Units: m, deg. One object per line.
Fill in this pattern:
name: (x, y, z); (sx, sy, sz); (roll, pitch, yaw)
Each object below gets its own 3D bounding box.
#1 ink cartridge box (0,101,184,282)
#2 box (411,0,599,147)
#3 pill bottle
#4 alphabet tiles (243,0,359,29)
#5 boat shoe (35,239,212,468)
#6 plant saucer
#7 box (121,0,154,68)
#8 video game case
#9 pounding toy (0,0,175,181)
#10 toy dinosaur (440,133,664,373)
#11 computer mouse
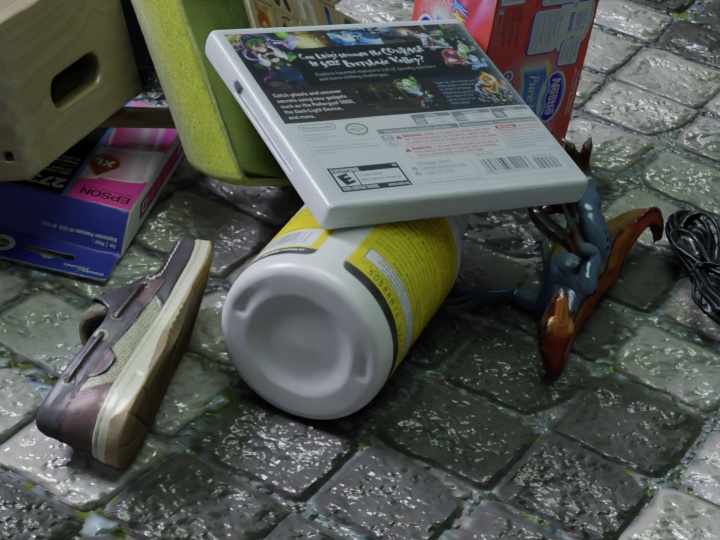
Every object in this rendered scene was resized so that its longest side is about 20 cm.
ink cartridge box: (-0.192, -0.064, 1.330); (0.095, 0.037, 0.200); (13, 35, 5)
box: (0.100, -0.161, 1.404); (0.102, 0.200, 0.095); (-13, 39, -31)
pill bottle: (0.000, 0.000, 1.210); (0.111, 0.111, 0.200); (19, 34, 14)
alphabet tiles: (-0.030, -0.150, 1.392); (0.166, 0.006, 0.200); (20, 49, -56)
boat shoe: (-0.140, 0.039, 1.150); (0.065, 0.072, 0.200); (17, 39, 2)
plant saucer: (-0.095, -0.145, 1.334); (0.048, 0.200, 0.200); (-21, -5, 20)
box: (-0.259, -0.255, 1.512); (0.200, 0.123, 0.199); (0, 34, -7)
video game case: (0.023, -0.100, 1.233); (0.200, 0.023, 0.182); (-7, 46, -31)
pounding toy: (-0.234, -0.125, 1.286); (0.184, 0.142, 0.200); (0, 25, 25)
toy dinosaur: (0.154, -0.003, 1.287); (0.200, 0.105, 0.182); (10, 49, -19)
computer mouse: (0.325, 0.002, 1.361); (0.200, 0.053, 0.139); (-5, 33, -4)
